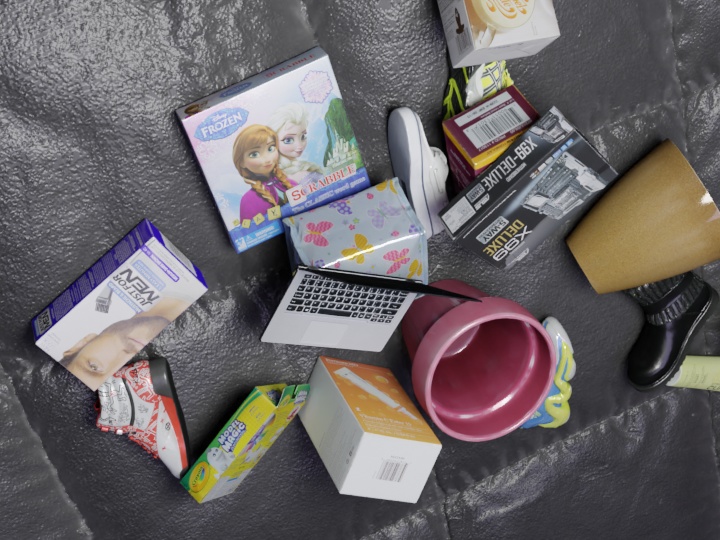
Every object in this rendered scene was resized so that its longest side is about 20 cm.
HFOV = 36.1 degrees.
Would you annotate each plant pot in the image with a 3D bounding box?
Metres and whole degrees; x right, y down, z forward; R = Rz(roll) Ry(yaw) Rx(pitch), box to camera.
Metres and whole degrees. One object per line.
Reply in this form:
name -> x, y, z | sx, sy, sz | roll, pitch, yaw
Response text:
plant pot -> 0.403, -0.056, 1.582 | 0.199, 0.187, 0.187 | -32, 124, 11
plant pot -> 0.148, 0.108, 1.547 | 0.198, 0.179, 0.202 | -9, 118, -17

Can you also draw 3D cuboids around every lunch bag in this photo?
lunch bag -> 0.000, 0.000, 1.457 | 0.168, 0.128, 0.201 | -20, 148, -11

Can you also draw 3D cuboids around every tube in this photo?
tube -> 0.585, 0.170, 1.837 | 0.198, 0.052, 0.058 | 7, 154, -31

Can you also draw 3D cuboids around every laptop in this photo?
laptop -> 0.008, 0.060, 1.344 | 0.186, 0.116, 0.201 | 8, 128, -32

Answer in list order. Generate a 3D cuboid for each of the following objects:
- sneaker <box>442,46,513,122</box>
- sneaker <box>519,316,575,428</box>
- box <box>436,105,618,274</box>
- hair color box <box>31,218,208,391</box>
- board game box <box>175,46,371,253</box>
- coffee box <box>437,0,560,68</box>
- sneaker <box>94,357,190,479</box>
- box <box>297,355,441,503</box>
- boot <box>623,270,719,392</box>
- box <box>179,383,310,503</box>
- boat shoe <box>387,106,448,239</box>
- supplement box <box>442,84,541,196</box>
sneaker -> 0.158, -0.264, 1.432 | 0.076, 0.076, 0.202 | -10, 130, -25
sneaker -> 0.269, 0.168, 1.689 | 0.104, 0.076, 0.202 | -16, 121, -13
box -> 0.213, -0.096, 1.397 | 0.200, 0.050, 0.157 | -43, 146, 14
hair color box -> -0.305, 0.044, 1.400 | 0.200, 0.065, 0.109 | -41, 124, 4
board game box -> -0.105, -0.150, 1.394 | 0.199, 0.041, 0.201 | -26, 123, -8
coffee box -> 0.150, -0.356, 1.315 | 0.113, 0.080, 0.202 | -11, 87, -16
sneaker -> -0.295, 0.207, 1.489 | 0.107, 0.067, 0.203 | -10, 125, -4
box -> 0.008, 0.218, 1.533 | 0.123, 0.200, 0.098 | 13, 110, -27
boot -> 0.450, 0.072, 1.709 | 0.157, 0.079, 0.212 | 32, 90, -39
box -> -0.154, 0.227, 1.527 | 0.200, 0.048, 0.117 | -49, 165, 8
boat shoe -> 0.084, -0.135, 1.469 | 0.065, 0.074, 0.201 | -23, 132, -14
supplement box -> 0.183, -0.130, 1.454 | 0.110, 0.086, 0.201 | -28, 146, -7
